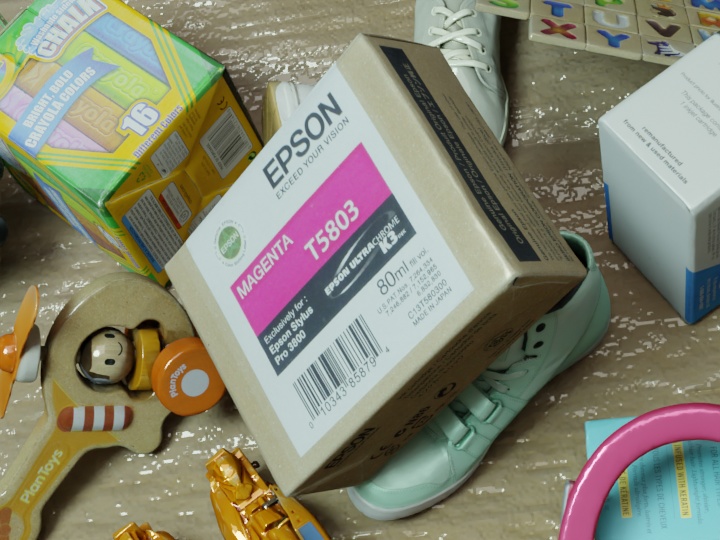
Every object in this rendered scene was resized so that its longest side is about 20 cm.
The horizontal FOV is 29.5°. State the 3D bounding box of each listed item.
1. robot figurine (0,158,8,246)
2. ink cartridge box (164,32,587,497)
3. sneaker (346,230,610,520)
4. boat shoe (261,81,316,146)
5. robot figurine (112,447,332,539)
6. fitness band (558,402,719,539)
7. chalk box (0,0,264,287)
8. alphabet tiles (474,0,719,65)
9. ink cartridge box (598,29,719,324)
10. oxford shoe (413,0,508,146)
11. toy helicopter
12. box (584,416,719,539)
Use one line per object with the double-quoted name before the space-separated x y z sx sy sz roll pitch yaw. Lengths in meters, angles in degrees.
"robot figurine" -0.323 -0.053 0.916 0.198 0.125 0.152 9 68 36
"ink cartridge box" 0.000 0.000 0.749 0.200 0.075 0.166 -47 63 30
"sneaker" 0.060 0.054 0.788 0.200 0.118 0.074 -42 64 -8
"boat shoe" -0.015 -0.032 0.875 0.068 0.071 0.202 -6 73 -14
"robot figurine" -0.053 0.206 0.772 0.145 0.058 0.200 -38 61 -6
"fitness band" 0.172 0.169 0.706 0.142 0.037 0.203 3 90 10
"chalk box" -0.181 -0.105 0.922 0.199 0.125 0.124 33 75 26
"alphabet tiles" 0.157 -0.175 0.865 0.164 0.006 0.201 11 31 2
"ink cartridge box" 0.244 -0.082 0.796 0.199 0.146 0.084 -36 61 -7
"oxford shoe" 0.064 -0.146 0.922 0.074 0.058 0.202 1 66 12
"toy helicopter" -0.183 0.088 0.833 0.201 0.132 0.079 -55 34 3
"box" 0.227 0.120 0.754 0.198 0.049 0.083 -7 63 10
